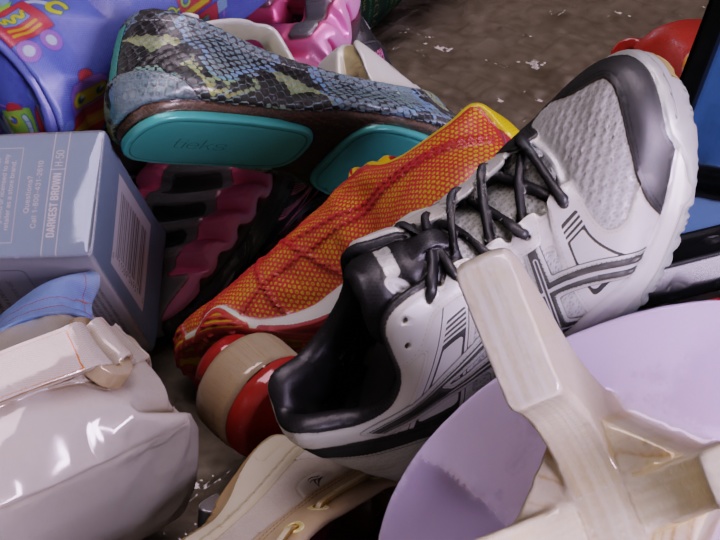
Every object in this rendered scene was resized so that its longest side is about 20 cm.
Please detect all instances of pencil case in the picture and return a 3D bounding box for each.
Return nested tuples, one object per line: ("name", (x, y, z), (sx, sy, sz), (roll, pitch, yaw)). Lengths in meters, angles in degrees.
("pencil case", (-0.101, -0.123, 1.176), (0.086, 0.078, 0.200), (25, 51, 32))

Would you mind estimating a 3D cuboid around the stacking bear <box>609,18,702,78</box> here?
("stacking bear", (0.220, -0.096, 1.260), (0.198, 0.122, 0.114), (-13, -1, 2))

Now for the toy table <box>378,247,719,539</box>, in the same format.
("toy table", (0.088, 0.079, 0.894), (0.199, 0.185, 0.117), (-35, -8, 11))

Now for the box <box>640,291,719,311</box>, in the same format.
("box", (0.065, 0.015, 1.171), (0.199, 0.037, 0.144), (23, 42, 30))

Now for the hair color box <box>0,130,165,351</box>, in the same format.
("hair color box", (-0.192, -0.008, 1.135), (0.198, 0.099, 0.061), (-2, 64, 12))

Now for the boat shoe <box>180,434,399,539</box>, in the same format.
("boat shoe", (-0.032, 0.128, 0.981), (0.069, 0.074, 0.200), (5, 34, 20))

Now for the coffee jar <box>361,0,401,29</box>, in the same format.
("coffee jar", (-0.011, -0.174, 1.384), (0.085, 0.105, 0.200), (20, 40, 25))

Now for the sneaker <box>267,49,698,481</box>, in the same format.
("sneaker", (0.042, 0.002, 0.965), (0.087, 0.201, 0.076), (12, 33, -40))

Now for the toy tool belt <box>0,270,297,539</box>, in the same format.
("toy tool belt", (-0.127, 0.053, 1.054), (0.199, 0.126, 0.123), (-27, 50, -31))

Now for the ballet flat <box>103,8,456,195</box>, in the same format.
("ballet flat", (-0.021, -0.072, 1.145), (0.199, 0.075, 0.074), (12, 22, -39))

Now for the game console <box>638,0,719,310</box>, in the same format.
("game console", (0.127, -0.064, 1.087), (0.175, 0.117, 0.200), (-13, 9, -15))

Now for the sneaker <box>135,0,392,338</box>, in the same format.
("sneaker", (-0.040, -0.042, 1.224), (0.079, 0.096, 0.201), (11, 61, 38))

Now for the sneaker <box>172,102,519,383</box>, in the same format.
("sneaker", (0.000, 0.000, 1.099), (0.199, 0.073, 0.078), (-28, 38, 37))

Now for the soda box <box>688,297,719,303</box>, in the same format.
("soda box", (0.133, 0.052, 1.007), (0.199, 0.064, 0.068), (-11, 69, 28))

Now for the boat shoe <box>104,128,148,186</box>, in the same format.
("boat shoe", (-0.160, -0.051, 1.211), (0.200, 0.061, 0.072), (11, -8, -32))
